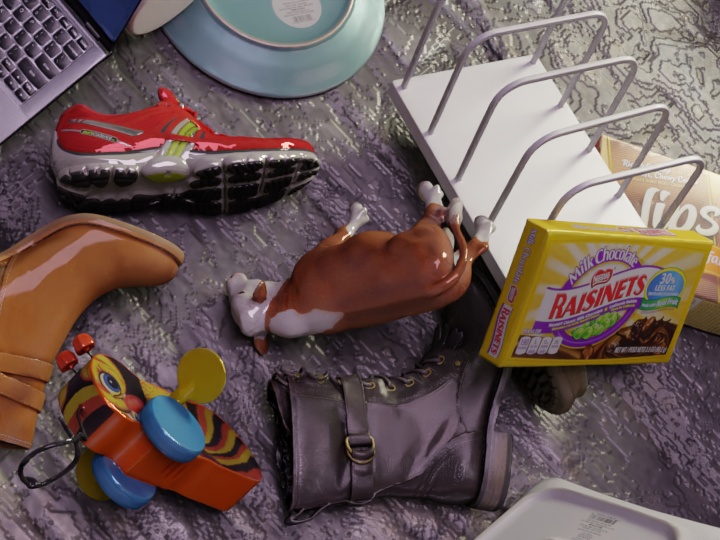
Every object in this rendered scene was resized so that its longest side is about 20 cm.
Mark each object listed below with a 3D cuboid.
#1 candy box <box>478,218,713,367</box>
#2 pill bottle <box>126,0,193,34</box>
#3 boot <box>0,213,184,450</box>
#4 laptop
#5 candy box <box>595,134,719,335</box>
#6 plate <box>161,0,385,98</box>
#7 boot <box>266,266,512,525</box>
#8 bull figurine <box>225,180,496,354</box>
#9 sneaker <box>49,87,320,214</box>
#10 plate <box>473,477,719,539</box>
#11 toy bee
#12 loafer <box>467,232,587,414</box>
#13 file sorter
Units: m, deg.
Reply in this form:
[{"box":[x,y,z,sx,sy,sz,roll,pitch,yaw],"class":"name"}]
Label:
[{"box":[0.171,0.018,1.114,0.199,0.026,0.103,1,111,-44],"class":"candy box"},{"box":[-0.200,-0.278,1.165,0.119,0.120,0.200,-38,85,-29],"class":"pill bottle"},{"box":[-0.217,0.043,1.058,0.199,0.074,0.156,3,72,-15],"class":"boot"},{"box":[-0.258,-0.218,1.088,0.200,0.116,0.187,-41,85,-8],"class":"laptop"},{"box":[0.264,-0.020,1.261,0.199,0.055,0.116,17,63,-12],"class":"candy box"},{"box":[-0.071,-0.231,1.246,0.199,0.026,0.201,8,65,-17],"class":"plate"},{"box":[0.019,0.084,1.122,0.173,0.069,0.201,6,67,-16],"class":"boot"},{"box":[0.000,0.000,1.112,0.065,0.199,0.122,61,39,-29],"class":"bull figurine"},{"box":[-0.125,-0.094,1.142,0.199,0.077,0.085,0,63,-20],"class":"sneaker"},{"box":[0.128,0.209,1.044,0.200,0.199,0.032,-36,116,-28],"class":"plate"},{"box":[-0.147,0.090,1.019,0.130,0.200,0.109,-31,58,1],"class":"toy bee"},{"box":[0.137,0.009,1.191,0.067,0.076,0.201,-11,73,-17],"class":"loafer"},{"box":[0.137,-0.107,1.153,0.138,0.125,0.201,-14,62,-27],"class":"file sorter"}]
